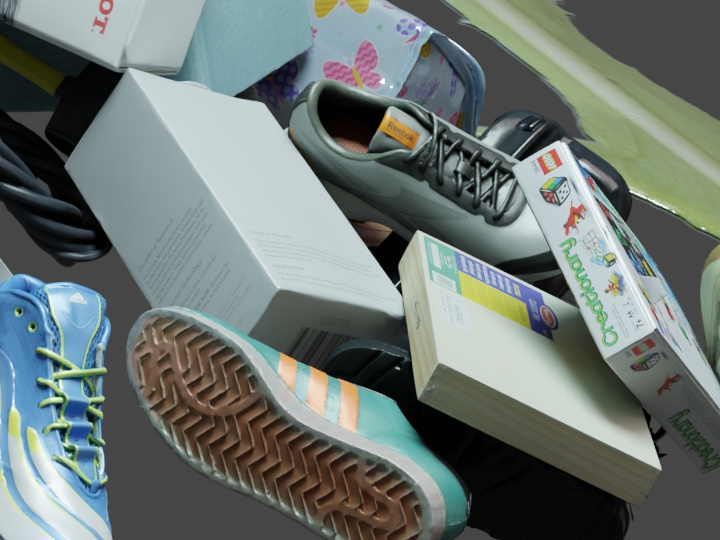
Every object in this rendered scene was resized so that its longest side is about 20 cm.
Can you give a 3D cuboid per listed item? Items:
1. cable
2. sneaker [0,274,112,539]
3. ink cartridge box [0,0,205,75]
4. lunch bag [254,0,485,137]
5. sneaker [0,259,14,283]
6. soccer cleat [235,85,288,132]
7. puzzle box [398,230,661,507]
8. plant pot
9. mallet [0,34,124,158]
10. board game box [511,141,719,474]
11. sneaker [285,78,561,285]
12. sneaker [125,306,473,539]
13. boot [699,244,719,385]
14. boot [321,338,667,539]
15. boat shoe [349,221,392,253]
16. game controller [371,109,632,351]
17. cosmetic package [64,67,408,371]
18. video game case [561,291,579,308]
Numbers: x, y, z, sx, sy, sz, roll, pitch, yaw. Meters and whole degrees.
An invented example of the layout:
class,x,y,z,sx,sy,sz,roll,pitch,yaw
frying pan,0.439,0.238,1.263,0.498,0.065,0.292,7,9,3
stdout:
class,x,y,z,sx,sy,sz,roll,pitch,yaw
cable,-0.213,-0.077,1.546,0.200,0.051,0.163,44,-5,24
sneaker,-0.150,0.066,1.226,0.075,0.106,0.200,11,21,-28
ink cartridge box,-0.179,-0.216,1.569,0.199,0.146,0.084,25,11,21
lunch bag,-0.011,-0.137,1.890,0.169,0.128,0.200,30,-6,22
sneaker,-0.229,0.018,1.316,0.074,0.115,0.200,44,-9,38
soccer cleat,-0.112,-0.101,1.758,0.199,0.086,0.068,31,21,25
puzzle box,0.087,0.049,1.442,0.132,0.026,0.200,26,17,-10
plant pot,-0.157,-0.220,1.705,0.195,0.202,0.196,2,17,20
mallet,-0.215,-0.144,1.617,0.200,0.066,0.041,39,-14,14
board game box,0.151,0.024,1.480,0.200,0.034,0.127,45,19,-59
sneaker,0.044,-0.052,1.560,0.199,0.080,0.074,21,61,11
sneaker,-0.030,0.084,1.378,0.199,0.072,0.080,34,17,20
boot,0.255,0.093,1.541,0.072,0.201,0.155,-21,44,-8
boot,0.076,0.082,1.482,0.197,0.074,0.163,30,21,1
boat shoe,0.000,0.000,1.654,0.199,0.072,0.068,18,50,-36
game controller,0.075,-0.010,1.610,0.104,0.042,0.200,40,66,8
cosmetic package,-0.070,-0.017,1.509,0.112,0.081,0.200,14,30,-42
video game case,0.079,-0.026,1.746,0.181,0.023,0.200,25,-4,9
